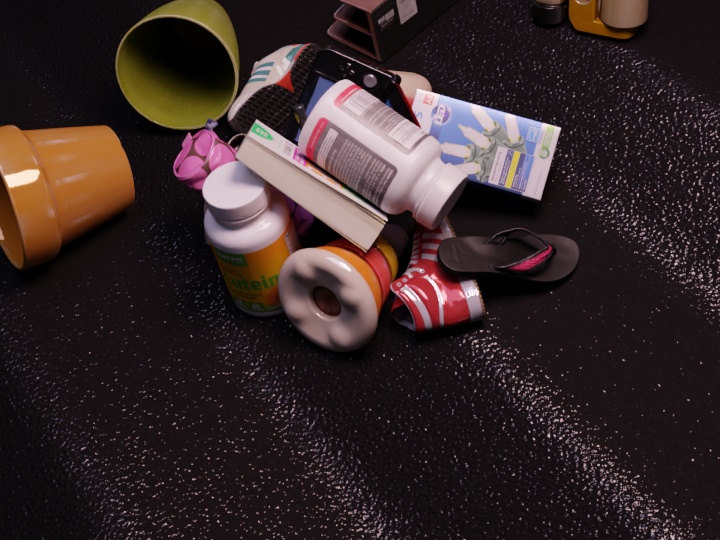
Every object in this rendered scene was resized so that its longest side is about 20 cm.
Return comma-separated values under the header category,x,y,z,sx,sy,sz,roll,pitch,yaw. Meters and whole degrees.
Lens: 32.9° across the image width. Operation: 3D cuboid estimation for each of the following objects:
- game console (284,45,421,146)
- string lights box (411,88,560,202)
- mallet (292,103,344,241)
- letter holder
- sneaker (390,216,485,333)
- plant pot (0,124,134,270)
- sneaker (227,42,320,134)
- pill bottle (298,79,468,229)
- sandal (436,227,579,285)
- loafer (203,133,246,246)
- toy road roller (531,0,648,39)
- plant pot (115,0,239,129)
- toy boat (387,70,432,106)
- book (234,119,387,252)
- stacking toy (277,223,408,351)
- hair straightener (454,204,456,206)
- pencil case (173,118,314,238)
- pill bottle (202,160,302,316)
category,x,y,z,sx,sy,sz,roll,pitch,yaw
game console,-0.018,-0.170,1.643,0.172,0.200,0.119,23,38,-3
string lights box,0.158,-0.167,1.642,0.199,0.059,0.103,16,91,4
mallet,-0.058,-0.129,1.639,0.041,0.201,0.066,-25,17,-18
letter holder,0.044,-0.449,1.952,0.142,0.101,0.200,31,63,35
sneaker,0.076,-0.003,1.578,0.112,0.071,0.200,-17,50,-6
plant pot,-0.431,-0.124,1.738,0.183,0.201,0.200,-21,46,-25
sneaker,-0.145,-0.281,1.884,0.093,0.070,0.200,15,55,46
pill bottle,0.031,-0.140,1.515,0.200,0.111,0.111,36,63,10
sandal,0.195,-0.023,1.541,0.199,0.045,0.075,-1,51,-22
loafer,-0.186,-0.117,1.740,0.075,0.068,0.200,-3,49,11
toy road roller,0.362,-0.452,1.867,0.200,0.123,0.146,20,46,28
plant pot,-0.266,-0.348,1.905,0.186,0.188,0.200,-5,33,10
toy boat,0.013,-0.217,1.753,0.200,0.131,0.130,-3,2,42
book,-0.062,-0.113,1.541,0.048,0.200,0.134,-55,10,14
stacking toy,0.000,0.000,1.582,0.146,0.147,0.200,18,37,26
hair straightener,0.113,-0.163,1.736,0.077,0.041,0.200,-13,44,2
pencil case,-0.157,-0.113,1.652,0.091,0.200,0.094,-52,34,1
pill bottle,-0.138,-0.042,1.575,0.111,0.200,0.111,-7,48,8
